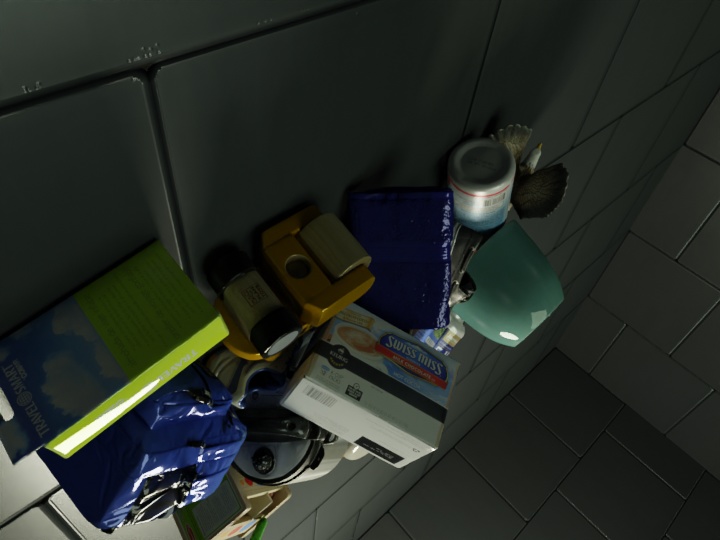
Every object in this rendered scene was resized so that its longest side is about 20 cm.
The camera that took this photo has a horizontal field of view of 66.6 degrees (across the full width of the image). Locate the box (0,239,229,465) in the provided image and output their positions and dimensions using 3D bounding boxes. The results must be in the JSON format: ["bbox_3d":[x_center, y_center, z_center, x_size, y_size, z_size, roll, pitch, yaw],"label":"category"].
[{"bbox_3d":[-0.239,0.072,0.509,0.199,0.122,0.048,-38,154,-21],"label":"box"}]

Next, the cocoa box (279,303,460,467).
[{"bbox_3d":[0.013,0.157,0.759,0.134,0.198,0.132,-53,-171,54],"label":"cocoa box"}]

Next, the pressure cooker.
[{"bbox_3d":[-0.116,0.245,0.862,0.176,0.179,0.200,-44,156,3],"label":"pressure cooker"}]

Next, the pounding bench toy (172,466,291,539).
[{"bbox_3d":[-0.194,0.388,0.891,0.124,0.201,0.156,-41,154,9],"label":"pounding bench toy"}]

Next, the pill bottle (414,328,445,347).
[{"bbox_3d":[0.083,0.142,1.079,0.201,0.111,0.112,-55,155,-9],"label":"pill bottle"}]

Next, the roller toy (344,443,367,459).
[{"bbox_3d":[0.011,0.303,1.163,0.199,0.140,0.183,-37,155,-12],"label":"roller toy"}]

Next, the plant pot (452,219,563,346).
[{"bbox_3d":[0.266,0.037,0.993,0.200,0.161,0.201,-41,166,-13],"label":"plant pot"}]

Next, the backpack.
[{"bbox_3d":[-0.225,0.186,0.637,0.169,0.162,0.200,-53,153,3],"label":"backpack"}]

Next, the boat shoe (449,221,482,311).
[{"bbox_3d":[0.152,0.017,0.868,0.070,0.065,0.202,-49,152,-51],"label":"boat shoe"}]

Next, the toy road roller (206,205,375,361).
[{"bbox_3d":[-0.091,0.029,0.693,0.199,0.123,0.146,-34,165,-26],"label":"toy road roller"}]

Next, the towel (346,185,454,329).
[{"bbox_3d":[0.057,-0.017,0.775,0.050,0.145,0.203,-68,158,-74],"label":"towel"}]

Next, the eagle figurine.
[{"bbox_3d":[0.286,-0.168,0.986,0.200,0.149,0.153,-10,100,-74],"label":"eagle figurine"}]

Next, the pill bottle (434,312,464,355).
[{"bbox_3d":[0.158,0.132,1.203,0.201,0.120,0.120,-51,154,5],"label":"pill bottle"}]

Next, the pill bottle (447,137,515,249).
[{"bbox_3d":[0.202,-0.122,0.946,0.109,0.109,0.201,-41,153,-15],"label":"pill bottle"}]

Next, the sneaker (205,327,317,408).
[{"bbox_3d":[-0.126,0.134,0.804,0.199,0.088,0.076,-29,146,-38],"label":"sneaker"}]

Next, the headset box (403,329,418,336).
[{"bbox_3d":[0.089,0.016,0.913,0.200,0.074,0.151,-21,128,-69],"label":"headset box"}]
